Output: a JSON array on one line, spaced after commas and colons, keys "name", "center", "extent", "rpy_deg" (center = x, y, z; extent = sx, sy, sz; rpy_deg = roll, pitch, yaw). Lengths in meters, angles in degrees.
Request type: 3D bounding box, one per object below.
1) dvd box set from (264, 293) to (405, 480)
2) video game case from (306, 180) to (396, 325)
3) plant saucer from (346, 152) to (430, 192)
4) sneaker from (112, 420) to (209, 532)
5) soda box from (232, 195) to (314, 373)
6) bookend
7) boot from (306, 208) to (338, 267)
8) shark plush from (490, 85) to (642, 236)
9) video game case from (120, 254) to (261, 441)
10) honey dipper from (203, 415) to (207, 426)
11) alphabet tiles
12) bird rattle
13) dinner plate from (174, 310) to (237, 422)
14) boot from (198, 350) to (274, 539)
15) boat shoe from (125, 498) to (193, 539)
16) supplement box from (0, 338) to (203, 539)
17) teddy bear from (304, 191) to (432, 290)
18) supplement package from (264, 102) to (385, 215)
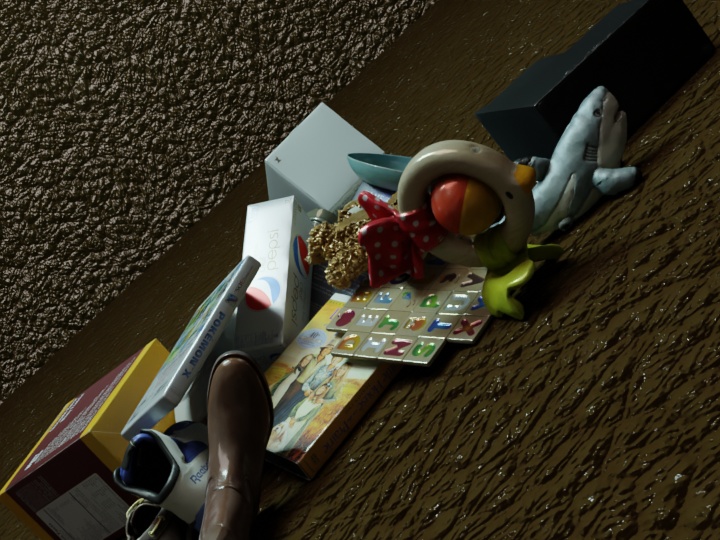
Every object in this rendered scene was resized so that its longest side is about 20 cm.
[{"name": "dvd box set", "center": [-0.037, 0.112, 1.185], "extent": [0.145, 0.030, 0.200], "rpy_deg": [13, 54, 50]}, {"name": "video game case", "center": [0.000, 0.000, 1.314], "extent": [0.142, 0.019, 0.202], "rpy_deg": [22, 79, 50]}, {"name": "plant saucer", "center": [0.079, -0.109, 1.371], "extent": [0.200, 0.197, 0.028], "rpy_deg": [-118, 36, -76]}, {"name": "sneaker", "center": [-0.198, 0.196, 1.212], "extent": [0.081, 0.114, 0.199], "rpy_deg": [-56, 24, 2]}, {"name": "soda box", "center": [-0.096, 0.018, 1.322], "extent": [0.063, 0.068, 0.203], "rpy_deg": [-10, 55, 19]}, {"name": "bookend", "center": [0.253, -0.207, 1.294], "extent": [0.198, 0.092, 0.200], "rpy_deg": [-43, 12, -7]}, {"name": "boot", "center": [-0.106, 0.029, 1.456], "extent": [0.202, 0.072, 0.182], "rpy_deg": [-66, 11, -25]}, {"name": "shark plush", "center": [0.183, -0.087, 1.143], "extent": [0.199, 0.083, 0.091], "rpy_deg": [-37, 15, 21]}, {"name": "video game case", "center": [-0.186, 0.089, 1.264], "extent": [0.184, 0.022, 0.200], "rpy_deg": [-61, 11, -28]}, {"name": "honey dipper", "center": [-0.183, 0.170, 1.388], "extent": [0.038, 0.038, 0.201], "rpy_deg": [-39, 28, 10]}, {"name": "alphabet tiles", "center": [0.060, 0.031, 1.163], "extent": [0.198, 0.006, 0.167], "rpy_deg": [1, 42, 45]}, {"name": "bird rattle", "center": [0.090, -0.051, 1.072], "extent": [0.113, 0.198, 0.165], "rpy_deg": [-48, -26, -44]}, {"name": "dinner plate", "center": [-0.185, 0.096, 1.396], "extent": [0.201, 0.024, 0.202], "rpy_deg": [-52, 23, 33]}, {"name": "boot", "center": [-0.116, 0.190, 1.023], "extent": [0.063, 0.190, 0.200], "rpy_deg": [-1, 16, 2]}, {"name": "boat shoe", "center": [-0.216, 0.271, 1.230], "extent": [0.072, 0.060, 0.200], "rpy_deg": [-42, 14, 2]}, {"name": "supplement box", "center": [-0.314, 0.230, 1.471], "extent": [0.199, 0.133, 0.198], "rpy_deg": [-34, 16, 30]}, {"name": "teddy bear", "center": [0.017, -0.035, 1.251], "extent": [0.198, 0.067, 0.145], "rpy_deg": [-11, 26, 44]}, {"name": "supplement package", "center": [-0.048, -0.110, 1.612], "extent": [0.121, 0.119, 0.201], "rpy_deg": [-46, -16, -18]}]
